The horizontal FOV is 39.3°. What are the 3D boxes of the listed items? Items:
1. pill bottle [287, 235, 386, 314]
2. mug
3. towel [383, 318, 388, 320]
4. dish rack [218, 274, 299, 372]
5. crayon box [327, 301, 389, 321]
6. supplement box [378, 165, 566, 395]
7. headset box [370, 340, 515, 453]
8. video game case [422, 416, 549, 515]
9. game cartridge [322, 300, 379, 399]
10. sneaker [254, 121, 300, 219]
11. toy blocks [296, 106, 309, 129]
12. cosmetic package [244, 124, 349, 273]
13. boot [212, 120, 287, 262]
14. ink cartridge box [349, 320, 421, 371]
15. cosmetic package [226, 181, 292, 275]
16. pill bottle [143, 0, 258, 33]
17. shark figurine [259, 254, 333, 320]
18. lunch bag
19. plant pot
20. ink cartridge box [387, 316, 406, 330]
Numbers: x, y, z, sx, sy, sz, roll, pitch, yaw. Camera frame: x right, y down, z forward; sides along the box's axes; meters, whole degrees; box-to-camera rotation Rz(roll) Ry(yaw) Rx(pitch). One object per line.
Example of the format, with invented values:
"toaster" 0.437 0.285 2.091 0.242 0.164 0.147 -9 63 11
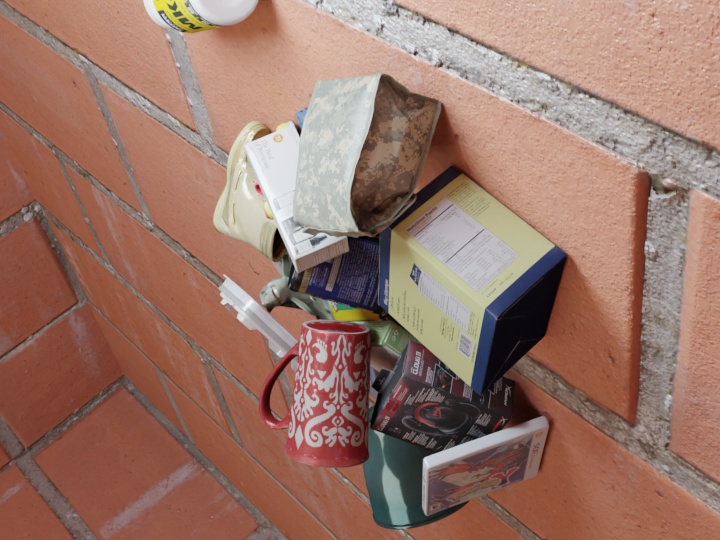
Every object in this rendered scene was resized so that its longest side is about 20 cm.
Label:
"pill bottle" 0.000 0.000 1.491 0.198 0.113 0.112 16 156 -6
"mug" -0.065 0.183 1.539 0.133 0.175 0.203 -124 39 -80
"towel" 0.010 0.075 1.784 0.146 0.030 0.201 36 151 38
"dish rack" -0.151 0.096 1.651 0.200 0.044 0.171 46 174 -26
"crayon box" -0.023 -0.019 1.634 0.172 0.058 0.202 -7 107 65
"supplement box" 0.138 0.014 1.317 0.200 0.134 0.201 41 154 24
"headset box" 0.115 0.202 1.539 0.198 0.075 0.149 21 134 -6
"video game case" 0.190 0.305 1.557 0.183 0.198 0.023 86 164 -54
"game cartridge" -0.005 0.143 1.825 0.133 0.041 0.201 38 152 45
"sneaker" -0.123 -0.154 1.547 0.201 0.089 0.079 -100 -9 -45
"toy blocks" -0.038 -0.165 1.467 0.137 0.099 0.202 35 149 56
"cosmetic package" -0.092 -0.104 1.430 0.051 0.082 0.201 87 159 -65
"boot" -0.157 -0.130 1.660 0.155 0.072 0.202 29 104 35
"ink cartridge box" 0.076 0.152 1.630 0.199 0.048 0.145 35 160 -23
"cosmetic package" -0.156 -0.063 1.792 0.201 0.051 0.151 55 169 21
"pill bottle" -0.235 -0.404 1.452 0.199 0.114 0.115 12 134 57
"shark figurine" -0.108 0.065 1.684 0.214 0.089 0.129 37 -148 -39
"lunch bag" -0.003 -0.135 1.277 0.117 0.202 0.163 19 175 -33
"plant pot" 0.087 0.330 1.809 0.199 0.199 0.190 -1 110 62
"ink cartridge box" 0.122 0.120 1.616 0.199 0.040 0.201 28 146 45
